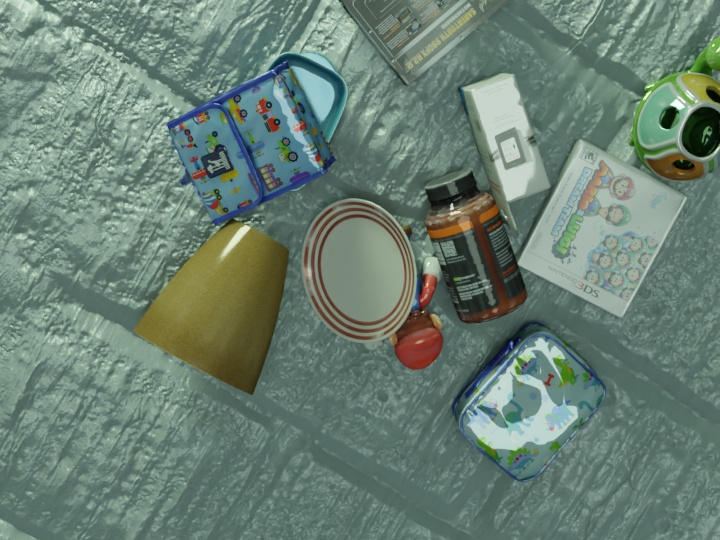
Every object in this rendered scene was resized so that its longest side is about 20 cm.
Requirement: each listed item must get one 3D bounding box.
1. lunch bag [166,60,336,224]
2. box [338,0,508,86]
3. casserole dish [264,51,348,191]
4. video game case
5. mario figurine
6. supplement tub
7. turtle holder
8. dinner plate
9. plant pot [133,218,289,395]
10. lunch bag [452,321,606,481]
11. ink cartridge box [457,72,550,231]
[{"bbox_3d":[-0.157,-0.165,1.621,0.198,0.094,0.152,-24,102,15],"label":"lunch bag"},{"bbox_3d":[0.090,-0.376,1.640,0.200,0.048,0.159,-40,101,5],"label":"box"},{"bbox_3d":[-0.097,-0.206,1.667,0.120,0.039,0.201,25,98,-7],"label":"casserole dish"},{"bbox_3d":[0.344,-0.058,1.725,0.181,0.024,0.201,26,98,-8],"label":"video game case"},{"bbox_3d":[0.058,0.043,1.717,0.123,0.106,0.202,-16,91,37],"label":"mario figurine"},{"bbox_3d":[0.155,-0.036,1.678,0.106,0.107,0.202,-20,101,1],"label":"supplement tub"},{"bbox_3d":[0.463,-0.208,1.648,0.185,0.132,0.141,-42,99,5],"label":"turtle holder"},{"bbox_3d":[0.000,0.000,1.673,0.199,0.024,0.202,9,105,35],"label":"dinner plate"},{"bbox_3d":[-0.182,0.039,1.650,0.185,0.186,0.201,29,86,-8],"label":"plant pot"},{"bbox_3d":[0.240,0.186,1.736,0.160,0.082,0.200,39,96,-10],"label":"lunch bag"},{"bbox_3d":[0.202,-0.165,1.652,0.066,0.116,0.202,-20,102,0],"label":"ink cartridge box"}]
